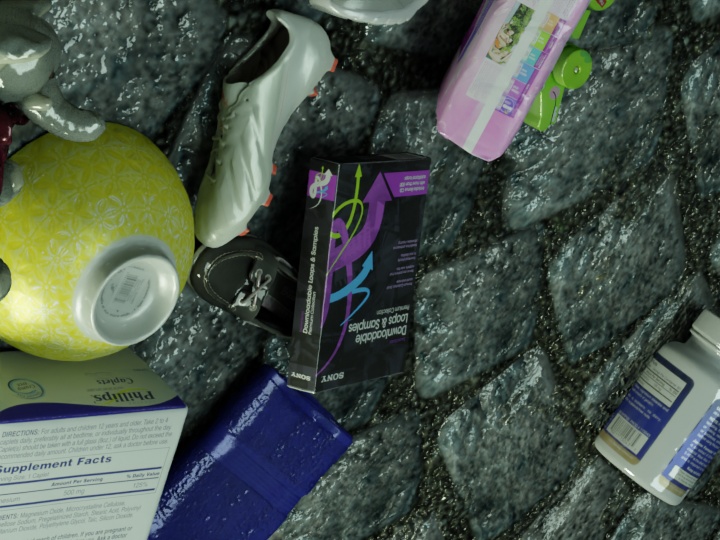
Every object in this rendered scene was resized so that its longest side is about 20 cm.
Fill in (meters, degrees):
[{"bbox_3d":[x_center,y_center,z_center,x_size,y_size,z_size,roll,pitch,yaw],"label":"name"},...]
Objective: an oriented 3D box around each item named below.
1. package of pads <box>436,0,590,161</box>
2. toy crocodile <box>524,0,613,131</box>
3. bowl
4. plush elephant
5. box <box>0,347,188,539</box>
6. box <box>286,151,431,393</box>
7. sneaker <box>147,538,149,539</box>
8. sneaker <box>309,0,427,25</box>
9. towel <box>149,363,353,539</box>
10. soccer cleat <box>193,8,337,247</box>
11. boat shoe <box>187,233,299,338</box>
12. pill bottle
[{"bbox_3d":[0.134,-0.204,1.533,0.075,0.121,0.201,24,112,-8],"label":"package of pads"},{"bbox_3d":[0.176,-0.224,1.612,0.061,0.067,0.202,-1,117,-37],"label":"toy crocodile"},{"bbox_3d":[-0.200,-0.003,1.398,0.199,0.108,0.202,-24,133,-29],"label":"bowl"},{"bbox_3d":[-0.252,-0.112,1.227,0.154,0.165,0.201,-29,116,13],"label":"plush elephant"},{"bbox_3d":[-0.265,0.173,1.471,0.183,0.105,0.202,-1,120,-42],"label":"box"},{"bbox_3d":[0.000,0.000,1.578,0.142,0.036,0.202,-9,110,-54],"label":"box"},{"bbox_3d":[-0.205,0.289,1.633,0.099,0.070,0.201,-10,137,-32],"label":"sneaker"},{"bbox_3d":[0.033,-0.257,1.462,0.199,0.074,0.083,-28,130,-40],"label":"sneaker"},{"bbox_3d":[-0.114,0.189,1.671,0.200,0.049,0.148,-48,133,-3],"label":"towel"},{"bbox_3d":[-0.093,-0.116,1.450,0.077,0.069,0.201,26,93,-44],"label":"soccer cleat"},{"bbox_3d":[-0.075,0.018,1.543,0.067,0.057,0.200,-59,150,3],"label":"boat shoe"},{"bbox_3d":[0.366,0.150,2.021,0.201,0.120,0.119,-54,139,5],"label":"pill bottle"}]
